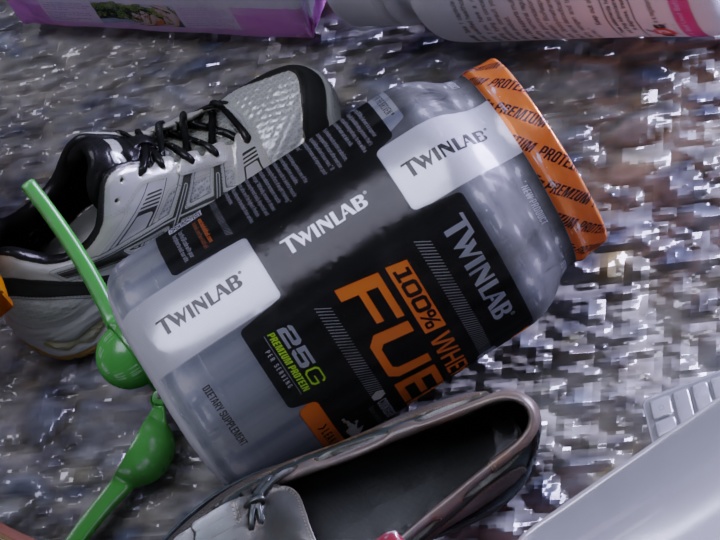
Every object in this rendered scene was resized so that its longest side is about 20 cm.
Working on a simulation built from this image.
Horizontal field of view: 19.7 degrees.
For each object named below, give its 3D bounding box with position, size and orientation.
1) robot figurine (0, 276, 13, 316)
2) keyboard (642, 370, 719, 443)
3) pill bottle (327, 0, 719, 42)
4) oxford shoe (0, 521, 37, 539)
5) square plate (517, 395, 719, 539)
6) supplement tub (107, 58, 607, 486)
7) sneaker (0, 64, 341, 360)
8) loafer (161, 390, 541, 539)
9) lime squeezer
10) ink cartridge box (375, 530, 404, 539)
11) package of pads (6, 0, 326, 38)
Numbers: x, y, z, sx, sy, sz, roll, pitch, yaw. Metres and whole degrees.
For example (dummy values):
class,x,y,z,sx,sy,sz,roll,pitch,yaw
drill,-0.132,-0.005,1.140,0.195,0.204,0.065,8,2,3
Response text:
class,x,y,z,sx,sy,sz,roll,pitch,yaw
robot figurine,-0.235,-0.043,0.997,0.145,0.058,0.201,-38,55,25
keyboard,0.158,0.124,0.819,0.056,0.011,0.201,-19,50,12
pill bottle,0.084,-0.167,0.995,0.199,0.114,0.114,1,57,26
oxford shoe,-0.154,0.152,0.884,0.200,0.071,0.074,33,58,25
square plate,0.192,0.119,0.782,0.200,0.028,0.198,-34,52,-8
supplement tub,0.000,0.000,0.908,0.199,0.123,0.123,-33,49,0
sneaker,-0.097,-0.041,1.006,0.200,0.088,0.076,-40,48,-8
loafer,-0.013,0.101,0.843,0.199,0.063,0.072,-29,78,-18
lime squeezer,-0.121,0.058,0.956,0.070,0.038,0.201,-2,84,9
ink cartridge box,0.016,0.221,0.766,0.147,0.083,0.200,-36,49,-4
package of pads,-0.096,-0.193,1.124,0.199,0.076,0.121,6,57,28
